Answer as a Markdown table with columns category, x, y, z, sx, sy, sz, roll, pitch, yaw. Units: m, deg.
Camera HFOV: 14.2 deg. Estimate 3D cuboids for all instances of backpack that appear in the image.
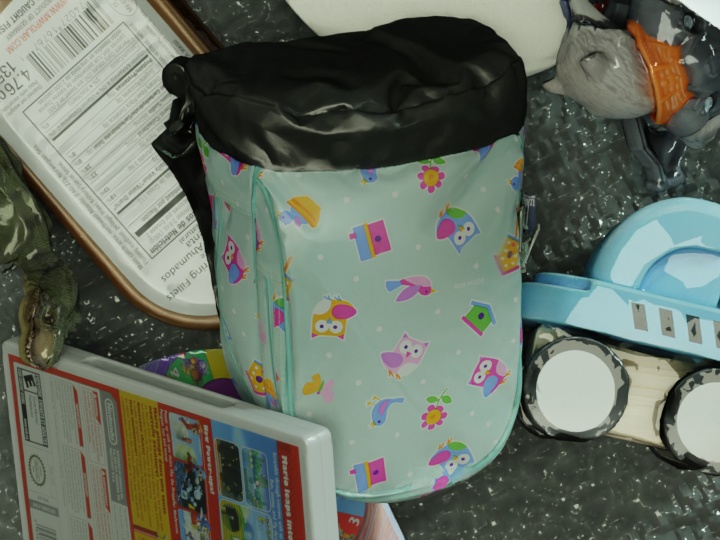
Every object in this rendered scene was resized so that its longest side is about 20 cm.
| category | x | y | z | sx | sy | sz | roll | pitch | yaw |
| --- | --- | --- | --- | --- | --- | --- | --- | --- | --- |
| backpack | 0.000 | 0.000 | 1.280 | 0.167 | 0.127 | 0.200 | -7 | 114 | -13 |

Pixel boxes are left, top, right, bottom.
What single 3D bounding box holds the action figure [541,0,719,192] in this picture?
| category | x | y | z | sx | sy | sz | roll | pitch | yaw |
| --- | --- | --- | --- | --- | --- | --- | --- | --- | --- |
| action figure | 0.157 | -0.138 | 1.272 | 0.193 | 0.105 | 0.200 | -35 | 116 | -21 |

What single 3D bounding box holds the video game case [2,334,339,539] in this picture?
| category | x | y | z | sx | sy | sz | roll | pitch | yaw |
| --- | --- | --- | --- | --- | --- | --- | --- | --- | --- |
| video game case | -0.085 | 0.116 | 1.301 | 0.200 | 0.017 | 0.143 | 15 | 117 | 42 |

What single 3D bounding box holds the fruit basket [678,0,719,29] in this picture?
| category | x | y | z | sx | sy | sz | roll | pitch | yaw |
| --- | --- | --- | --- | --- | --- | --- | --- | --- | --- |
| fruit basket | 0.153 | -0.188 | 1.181 | 0.185 | 0.200 | 0.094 | 34 | 138 | -8 |

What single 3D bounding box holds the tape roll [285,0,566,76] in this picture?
| category | x | y | z | sx | sy | sz | roll | pitch | yaw |
| --- | --- | --- | --- | --- | --- | --- | --- | --- | --- |
| tape roll | 0.047 | -0.184 | 1.334 | 0.202 | 0.037 | 0.203 | 0 | 95 | 3 |

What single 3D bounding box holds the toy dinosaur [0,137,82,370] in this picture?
| category | x | y | z | sx | sy | sz | roll | pitch | yaw |
| --- | --- | --- | --- | --- | --- | --- | --- | --- | --- |
| toy dinosaur | -0.188 | -0.043 | 1.338 | 0.088 | 0.047 | 0.200 | -27 | 87 | 41 |

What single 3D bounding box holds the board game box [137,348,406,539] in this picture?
| category | x | y | z | sx | sy | sz | roll | pitch | yaw |
| --- | --- | --- | --- | --- | --- | --- | --- | --- | --- |
| board game box | -0.063 | 0.137 | 1.370 | 0.158 | 0.039 | 0.200 | -25 | 94 | 5 |

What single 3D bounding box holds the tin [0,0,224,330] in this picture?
| category | x | y | z | sx | sy | sz | roll | pitch | yaw |
| --- | --- | --- | --- | --- | --- | --- | --- | --- | --- |
| tin | -0.101 | -0.060 | 1.356 | 0.112 | 0.042 | 0.200 | -41 | 92 | 10 |

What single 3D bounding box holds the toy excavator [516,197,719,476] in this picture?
| category | x | y | z | sx | sy | sz | roll | pitch | yaw |
| --- | --- | --- | --- | --- | --- | --- | --- | --- | --- |
| toy excavator | 0.174 | -0.005 | 1.323 | 0.194 | 0.100 | 0.200 | 12 | 88 | 1 |
